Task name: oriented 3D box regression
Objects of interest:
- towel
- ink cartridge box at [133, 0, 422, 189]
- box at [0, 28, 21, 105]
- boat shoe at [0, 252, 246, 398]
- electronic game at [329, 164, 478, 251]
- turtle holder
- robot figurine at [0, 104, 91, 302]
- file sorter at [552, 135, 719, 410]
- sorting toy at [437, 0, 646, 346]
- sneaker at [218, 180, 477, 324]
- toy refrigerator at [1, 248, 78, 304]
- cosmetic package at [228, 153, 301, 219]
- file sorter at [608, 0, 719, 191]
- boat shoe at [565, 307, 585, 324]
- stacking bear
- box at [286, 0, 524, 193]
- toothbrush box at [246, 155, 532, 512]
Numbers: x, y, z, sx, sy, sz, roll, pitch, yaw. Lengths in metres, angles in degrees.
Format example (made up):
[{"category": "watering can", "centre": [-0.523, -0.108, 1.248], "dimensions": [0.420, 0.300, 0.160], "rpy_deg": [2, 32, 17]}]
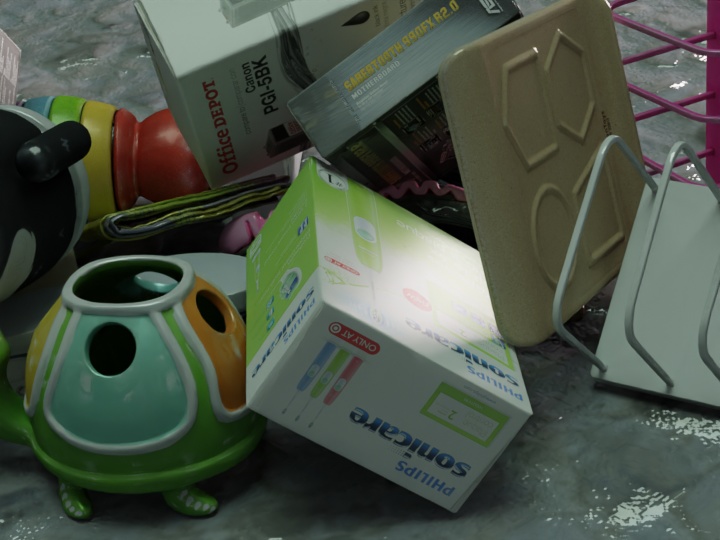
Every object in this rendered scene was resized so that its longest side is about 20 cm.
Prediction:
[{"category": "towel", "centre": [-0.143, -0.037, 1.260], "dimensions": [0.143, 0.023, 0.200], "rpy_deg": [-16, 2, -22]}, {"category": "ink cartridge box", "centre": [-0.042, -0.159, 1.207], "dimensions": [0.199, 0.147, 0.083], "rpy_deg": [-24, 61, -7]}, {"category": "box", "centre": [-0.354, -0.075, 1.291], "dimensions": [0.192, 0.048, 0.201], "rpy_deg": [-15, 55, 21]}, {"category": "boat shoe", "centre": [-0.156, 0.043, 1.146], "dimensions": [0.199, 0.070, 0.071], "rpy_deg": [-15, 31, -14]}, {"category": "electronic game", "centre": [0.038, -0.048, 1.311], "dimensions": [0.199, 0.042, 0.200], "rpy_deg": [-5, 29, 3]}, {"category": "turtle holder", "centre": [-0.148, 0.059, 1.051], "dimensions": [0.185, 0.132, 0.141], "rpy_deg": [15, 35, 33]}, {"category": "robot figurine", "centre": [-0.256, -0.039, 1.099], "dimensions": [0.150, 0.125, 0.200], "rpy_deg": [12, 20, 15]}, {"category": "file sorter", "centre": [0.232, 0.006, 1.023], "dimensions": [0.199, 0.124, 0.139], "rpy_deg": [12, 77, 30]}, {"category": "sorting toy", "centre": [0.119, -0.069, 1.084], "dimensions": [0.036, 0.186, 0.200], "rpy_deg": [-6, 15, 36]}, {"category": "sneaker", "centre": [0.000, 0.000, 1.184], "dimensions": [0.199, 0.079, 0.096], "rpy_deg": [-12, 60, 13]}, {"category": "toy refrigerator", "centre": [-0.291, 0.039, 1.186], "dimensions": [0.199, 0.070, 0.076], "rpy_deg": [-13, 36, -11]}, {"category": "cosmetic package", "centre": [-0.082, -0.160, 1.371], "dimensions": [0.051, 0.201, 0.151], "rpy_deg": [-3, 29, 3]}, {"category": "file sorter", "centre": [0.247, -0.091, 1.182], "dimensions": [0.125, 0.201, 0.139], "rpy_deg": [-20, 31, -24]}, {"category": "boat shoe", "centre": [0.147, -0.024, 1.210], "dimensions": [0.074, 0.075, 0.203], "rpy_deg": [-6, 38, 23]}, {"category": "stacking bear", "centre": [-0.214, -0.089, 1.369], "dimensions": [0.199, 0.122, 0.114], "rpy_deg": [-1, 35, 0]}, {"category": "box", "centre": [0.050, -0.120, 1.172], "dimensions": [0.158, 0.048, 0.200], "rpy_deg": [-36, -16, 7]}, {"category": "toothbrush box", "centre": [0.011, 0.034, 1.045], "dimensions": [0.145, 0.086, 0.200], "rpy_deg": [29, 23, -16]}]
